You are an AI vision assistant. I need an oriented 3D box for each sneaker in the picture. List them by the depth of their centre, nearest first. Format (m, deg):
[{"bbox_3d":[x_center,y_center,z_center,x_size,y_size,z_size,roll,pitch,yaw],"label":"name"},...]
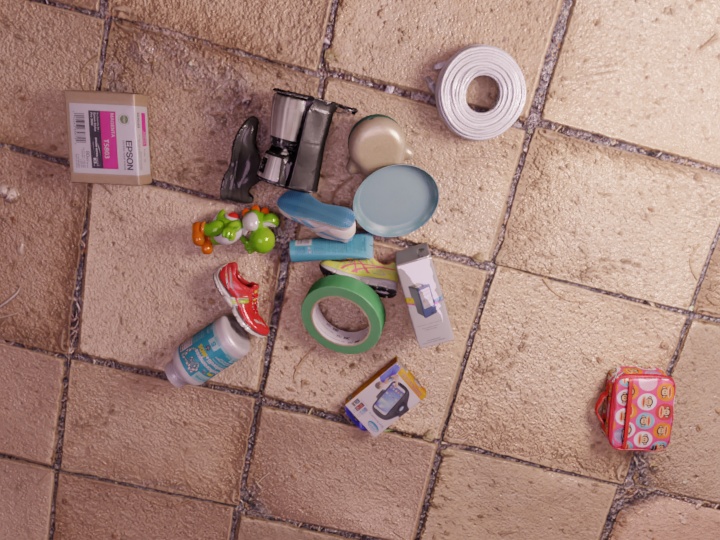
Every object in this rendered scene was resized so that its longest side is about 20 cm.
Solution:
[{"bbox_3d":[-0.256,-0.247,1.322,0.089,0.076,0.203,16,111,-12],"label":"sneaker"},{"bbox_3d":[-0.104,-0.119,1.335,0.197,0.081,0.077,23,62,14],"label":"sneaker"},{"bbox_3d":[0.000,0.000,1.373,0.196,0.078,0.092,14,67,10],"label":"sneaker"},{"bbox_3d":[-0.271,0.070,1.391,0.084,0.077,0.202,-32,101,4],"label":"sneaker"}]

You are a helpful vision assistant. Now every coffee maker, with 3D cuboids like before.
[{"bbox_3d":[-0.118,-0.276,1.271,0.188,0.135,0.204,13,104,-2],"label":"coffee maker"}]

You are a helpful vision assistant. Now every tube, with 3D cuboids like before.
[{"bbox_3d":[-0.067,-0.053,1.362,0.195,0.051,0.079,-4,60,5],"label":"tube"}]

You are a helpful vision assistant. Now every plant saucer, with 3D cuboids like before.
[{"bbox_3d":[0.078,-0.160,1.306,0.196,0.028,0.202,-6,135,-5],"label":"plant saucer"}]

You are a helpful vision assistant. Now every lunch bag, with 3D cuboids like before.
[{"bbox_3d":[0.667,0.337,1.427,0.172,0.082,0.205,1,102,6],"label":"lunch bag"}]

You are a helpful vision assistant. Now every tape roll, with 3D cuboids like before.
[{"bbox_3d":[-0.041,0.105,1.362,0.196,0.048,0.203,10,128,13],"label":"tape roll"}]

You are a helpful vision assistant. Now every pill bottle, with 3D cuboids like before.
[{"bbox_3d":[-0.374,0.203,1.406,0.198,0.111,0.112,-33,101,9],"label":"pill bottle"}]

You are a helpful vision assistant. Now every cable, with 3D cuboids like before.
[{"bbox_3d":[0.262,-0.386,1.265,0.197,0.069,0.203,-25,101,7],"label":"cable"}]

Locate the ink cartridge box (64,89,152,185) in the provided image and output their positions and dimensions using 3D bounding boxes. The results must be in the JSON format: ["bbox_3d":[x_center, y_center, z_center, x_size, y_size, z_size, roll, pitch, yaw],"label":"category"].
[{"bbox_3d":[-0.566,-0.297,1.310,0.161,0.075,0.205,2,103,2],"label":"ink cartridge box"}]

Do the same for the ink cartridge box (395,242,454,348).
[{"bbox_3d":[0.145,0.053,1.336,0.086,0.146,0.204,-14,104,6],"label":"ink cartridge box"}]

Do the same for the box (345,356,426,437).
[{"bbox_3d":[0.054,0.326,1.460,0.199,0.042,0.119,-42,99,8],"label":"box"}]

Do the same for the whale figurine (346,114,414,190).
[{"bbox_3d":[0.043,-0.253,1.303,0.156,0.105,0.202,-15,127,4],"label":"whale figurine"}]

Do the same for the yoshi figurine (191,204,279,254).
[{"bbox_3d":[-0.281,-0.076,1.345,0.196,0.113,0.114,-12,119,2],"label":"yoshi figurine"}]
